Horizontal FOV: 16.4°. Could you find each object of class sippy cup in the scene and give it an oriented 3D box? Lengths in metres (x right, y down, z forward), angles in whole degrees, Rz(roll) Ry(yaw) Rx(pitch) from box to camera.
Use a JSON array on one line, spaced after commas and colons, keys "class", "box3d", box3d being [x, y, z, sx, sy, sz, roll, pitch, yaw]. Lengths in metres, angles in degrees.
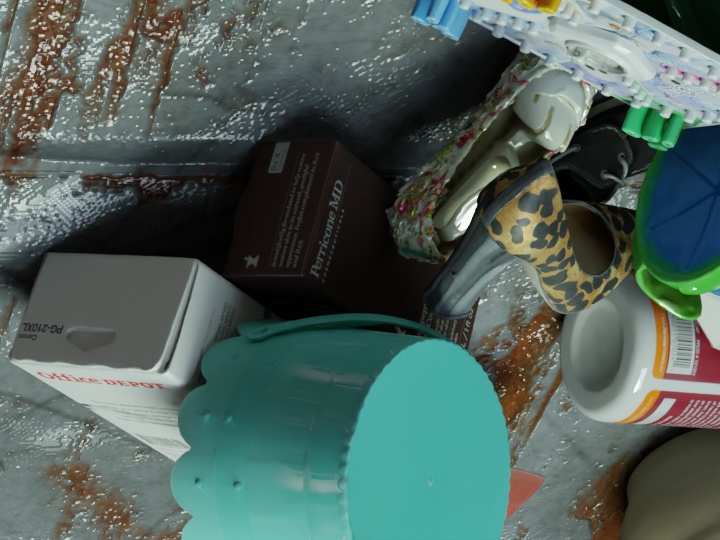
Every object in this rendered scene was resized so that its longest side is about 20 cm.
[{"class": "sippy cup", "box3d": [0.268, -0.031, 1.609, 0.130, 0.178, 0.140, 25, 80, -30]}]

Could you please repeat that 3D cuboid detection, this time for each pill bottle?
[{"class": "pill bottle", "box3d": [0.258, 0.062, 1.870, 0.199, 0.113, 0.113, 6, 134, -29]}]

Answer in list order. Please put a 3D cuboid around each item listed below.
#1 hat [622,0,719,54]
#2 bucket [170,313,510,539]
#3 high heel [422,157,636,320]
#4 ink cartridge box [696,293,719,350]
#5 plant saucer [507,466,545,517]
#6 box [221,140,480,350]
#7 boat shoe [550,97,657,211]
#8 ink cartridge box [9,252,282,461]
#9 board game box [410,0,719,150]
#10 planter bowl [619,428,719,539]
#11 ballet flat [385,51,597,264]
[{"class": "hat", "box3d": [0.153, -0.192, 1.576, 0.175, 0.166, 0.200, -5, 129, 35]}, {"class": "bucket", "box3d": [-0.006, 0.128, 1.591, 0.134, 0.208, 0.207, 1, 156, 37]}, {"class": "high heel", "box3d": [0.144, -0.036, 1.600, 0.199, 0.072, 0.143, -17, 154, -37]}, {"class": "ink cartridge box", "box3d": [0.308, -0.042, 1.766, 0.200, 0.067, 0.117, -55, 143, -14]}, {"class": "plant saucer", "box3d": [0.001, 0.165, 1.862, 0.199, 0.037, 0.199, 17, 159, -38]}, {"class": "box", "box3d": [0.000, 0.000, 1.679, 0.075, 0.101, 0.200, -1, 155, 38]}, {"class": "boat shoe", "box3d": [0.156, -0.068, 1.712, 0.199, 0.068, 0.072, -18, 141, -10]}, {"class": "ink cartridge box", "box3d": [-0.114, 0.066, 1.678, 0.144, 0.085, 0.200, 2, 157, 38]}, {"class": "board game box", "box3d": [0.143, -0.127, 1.504, 0.199, 0.200, 0.026, 27, 83, -15]}, {"class": "planter bowl", "box3d": [0.294, 0.214, 2.046, 0.199, 0.135, 0.201, -13, 141, -11]}, {"class": "ballet flat", "box3d": [0.100, -0.079, 1.625, 0.076, 0.064, 0.200, 38, 94, -31]}]
